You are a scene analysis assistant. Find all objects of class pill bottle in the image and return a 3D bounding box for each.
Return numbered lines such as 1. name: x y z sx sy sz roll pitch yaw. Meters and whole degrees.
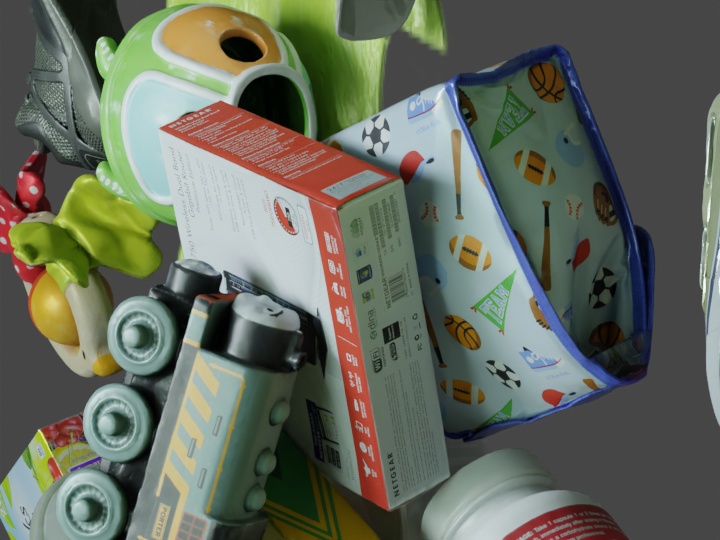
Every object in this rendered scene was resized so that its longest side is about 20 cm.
1. pill bottle: 0.120 0.201 1.547 0.200 0.112 0.112 53 133 36

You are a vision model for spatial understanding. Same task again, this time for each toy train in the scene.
1. toy train: -0.098 0.098 1.551 0.114 0.085 0.201 20 99 23

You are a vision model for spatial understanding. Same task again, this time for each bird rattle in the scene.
1. bird rattle: -0.232 0.003 2.013 0.200 0.112 0.164 7 116 56

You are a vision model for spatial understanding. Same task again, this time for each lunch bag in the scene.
1. lunch bag: 0.074 -0.009 1.570 0.170 0.124 0.201 -24 87 51

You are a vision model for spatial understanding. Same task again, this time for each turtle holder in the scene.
1. turtle holder: -0.097 -0.081 1.774 0.132 0.141 0.186 11 88 52

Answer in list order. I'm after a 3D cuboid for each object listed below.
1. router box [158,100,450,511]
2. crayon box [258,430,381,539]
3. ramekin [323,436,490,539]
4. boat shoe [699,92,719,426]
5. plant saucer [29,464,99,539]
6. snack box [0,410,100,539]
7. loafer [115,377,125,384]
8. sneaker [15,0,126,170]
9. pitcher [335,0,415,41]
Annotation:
1. router box: -0.033 0.019 1.577 0.179 0.049 0.201 25 133 48
2. crayon box: -0.037 0.181 1.615 0.200 0.051 0.127 47 147 28
3. ramekin: 0.003 0.144 1.713 0.202 0.094 0.203 10 102 53
4. boat shoe: 0.216 -0.004 1.445 0.062 0.072 0.201 -159 71 -77
5. plant saucer: -0.120 0.191 1.787 0.200 0.200 0.050 56 128 33
6. snack box: -0.181 0.216 1.934 0.200 0.068 0.169 64 154 11
7. loafer: -0.102 0.123 1.868 0.200 0.072 0.073 27 115 48
8. sneaker: -0.222 -0.162 1.992 0.114 0.076 0.200 -35 71 42
9. pitcher: -0.014 -0.270 1.685 0.172 0.121 0.200 -50 64 19
